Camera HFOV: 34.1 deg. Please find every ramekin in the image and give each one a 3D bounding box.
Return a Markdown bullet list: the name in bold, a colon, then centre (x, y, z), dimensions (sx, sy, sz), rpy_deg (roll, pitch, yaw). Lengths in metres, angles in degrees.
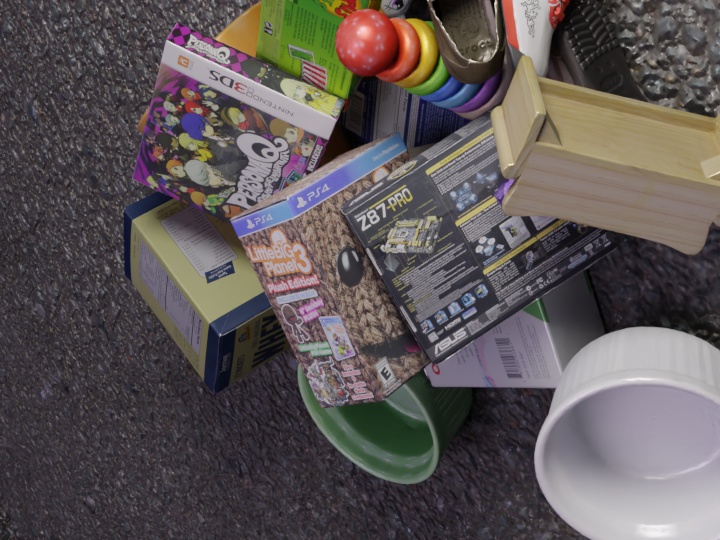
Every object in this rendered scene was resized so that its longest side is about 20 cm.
- **ramekin**: centre (0.259, 0.148, 1.053), dimensions (0.197, 0.098, 0.203), rpy_deg (7, 125, 11)
- **ramekin**: centre (0.033, 0.136, 1.349), dimensions (0.198, 0.098, 0.202), rpy_deg (26, 139, 25)

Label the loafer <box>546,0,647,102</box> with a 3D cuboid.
- **loafer**: centre (0.206, -0.137, 1.023), dimensions (0.071, 0.072, 0.203), rpy_deg (-6, 105, 63)

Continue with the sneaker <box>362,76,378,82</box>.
- **sneaker**: centre (-0.018, -0.287, 1.166), dimensions (0.078, 0.090, 0.202), rpy_deg (-19, 100, 49)

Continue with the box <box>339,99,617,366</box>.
- **box**: centre (0.104, -0.038, 1.034), dimensions (0.162, 0.198, 0.049), rpy_deg (57, 180, -16)

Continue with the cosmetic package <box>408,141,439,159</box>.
- **cosmetic package**: centre (0.083, -0.070, 1.153), dimensions (0.198, 0.073, 0.105), rpy_deg (-9, 109, 50)

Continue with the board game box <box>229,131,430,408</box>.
- **board game box**: centre (0.000, 0.000, 1.103), dimensions (0.096, 0.159, 0.202), rpy_deg (-14, 105, 50)

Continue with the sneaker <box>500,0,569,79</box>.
- **sneaker**: centre (0.162, -0.252, 0.939), dimensions (0.106, 0.067, 0.205), rpy_deg (-7, 91, 11)

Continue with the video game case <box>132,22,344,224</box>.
- **video game case**: centre (-0.127, -0.129, 1.179), dimensions (0.179, 0.036, 0.201), rpy_deg (25, 138, -4)

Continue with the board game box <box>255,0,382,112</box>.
- **board game box**: centre (-0.037, -0.233, 1.066), dimensions (0.100, 0.048, 0.201), rpy_deg (26, 156, 3)

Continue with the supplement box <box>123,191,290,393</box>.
- **supplement box**: centre (-0.145, -0.006, 1.388), dimensions (0.200, 0.198, 0.135), rpy_deg (50, 152, 21)

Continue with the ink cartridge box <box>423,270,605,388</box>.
- **ink cartridge box**: centre (0.137, 0.037, 1.194), dimensions (0.198, 0.087, 0.147), rpy_deg (-7, 107, 50)

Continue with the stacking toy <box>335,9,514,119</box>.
- **stacking toy**: centre (0.051, -0.189, 1.035), dimensions (0.084, 0.198, 0.087), rpy_deg (-3, 85, 42)

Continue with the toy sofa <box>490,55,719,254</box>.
- **toy sofa**: centre (0.203, -0.091, 0.939), dimensions (0.084, 0.196, 0.098), rpy_deg (-92, 17, -47)

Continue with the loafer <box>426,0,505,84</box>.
- **loafer**: centre (0.077, -0.251, 0.957), dimensions (0.067, 0.075, 0.203), rpy_deg (-130, 16, -77)

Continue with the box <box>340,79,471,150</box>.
- **box**: centre (0.062, -0.159, 1.201), dimensions (0.199, 0.032, 0.123), rpy_deg (35, 136, 31)

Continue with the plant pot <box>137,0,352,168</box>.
- **plant pot**: centre (-0.113, -0.159, 1.296), dimensions (0.183, 0.200, 0.200), rpy_deg (47, 144, -7)

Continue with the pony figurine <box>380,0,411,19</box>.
- **pony figurine**: centre (0.025, -0.326, 1.061), dimensions (0.193, 0.166, 0.200), rpy_deg (48, 127, 4)
